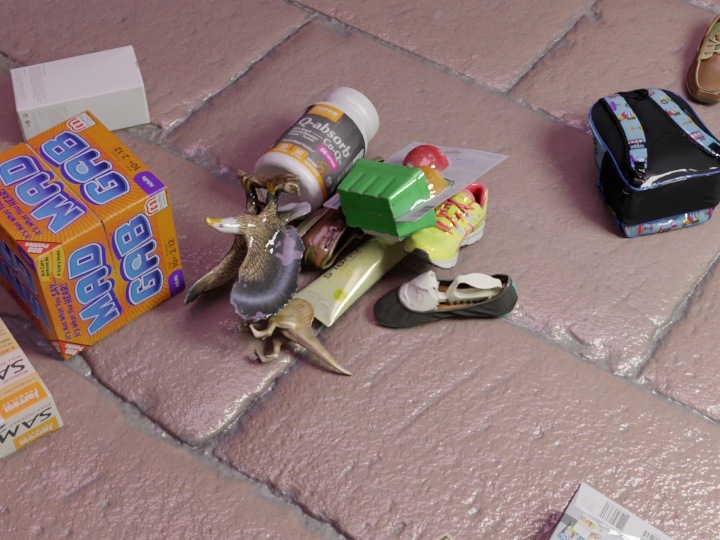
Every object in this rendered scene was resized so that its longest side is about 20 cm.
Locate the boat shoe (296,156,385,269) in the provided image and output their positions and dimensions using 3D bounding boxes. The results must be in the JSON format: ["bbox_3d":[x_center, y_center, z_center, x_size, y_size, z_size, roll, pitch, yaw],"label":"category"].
[{"bbox_3d":[-0.013,-0.077,1.706,0.068,0.072,0.200,35,70,22],"label":"boat shoe"}]

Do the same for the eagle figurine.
[{"bbox_3d":[-0.151,-0.034,1.614,0.150,0.152,0.202,10,88,-4],"label":"eagle figurine"}]

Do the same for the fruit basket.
[{"bbox_3d":[0.076,-0.118,1.637,0.184,0.094,0.199,14,34,44],"label":"fruit basket"}]

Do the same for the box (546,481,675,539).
[{"bbox_3d":[0.267,0.358,1.330,0.155,0.041,0.200,31,54,12],"label":"box"}]

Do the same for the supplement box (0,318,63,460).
[{"bbox_3d":[-0.485,0.144,1.523,0.126,0.074,0.200,-30,55,-22],"label":"supplement box"}]

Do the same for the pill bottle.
[{"bbox_3d":[-0.061,-0.176,1.755,0.116,0.117,0.200,23,52,20],"label":"pill bottle"}]

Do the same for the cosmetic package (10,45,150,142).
[{"bbox_3d":[-0.443,-0.276,1.887,0.198,0.085,0.108,-12,50,-10],"label":"cosmetic package"}]

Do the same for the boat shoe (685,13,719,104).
[{"bbox_3d":[0.581,-0.356,1.949,0.075,0.074,0.201,14,50,13],"label":"boat shoe"}]

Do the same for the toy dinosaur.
[{"bbox_3d":[-0.100,0.076,1.589,0.101,0.058,0.200,-27,54,-23],"label":"toy dinosaur"}]

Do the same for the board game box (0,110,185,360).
[{"bbox_3d":[-0.383,-0.050,1.608,0.199,0.201,0.200,-33,55,-25],"label":"board game box"}]

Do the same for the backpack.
[{"bbox_3d":[0.422,-0.169,1.746,0.181,0.135,0.201,-14,50,-11],"label":"backpack"}]

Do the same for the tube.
[{"bbox_3d":[0.000,0.000,1.663,0.200,0.052,0.058,-39,14,-23],"label":"tube"}]

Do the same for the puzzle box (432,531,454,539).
[{"bbox_3d":[0.057,0.393,1.328,0.199,0.026,0.133,-28,54,-22],"label":"puzzle box"}]

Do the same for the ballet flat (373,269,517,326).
[{"bbox_3d":[0.115,0.030,1.619,0.198,0.069,0.068,-6,50,-4],"label":"ballet flat"}]

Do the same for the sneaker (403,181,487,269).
[{"bbox_3d":[0.122,-0.070,1.653,0.078,0.091,0.200,26,31,14],"label":"sneaker"}]

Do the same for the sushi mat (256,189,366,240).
[{"bbox_3d":[-0.061,-0.108,1.781,0.199,0.012,0.096,21,53,18],"label":"sushi mat"}]
